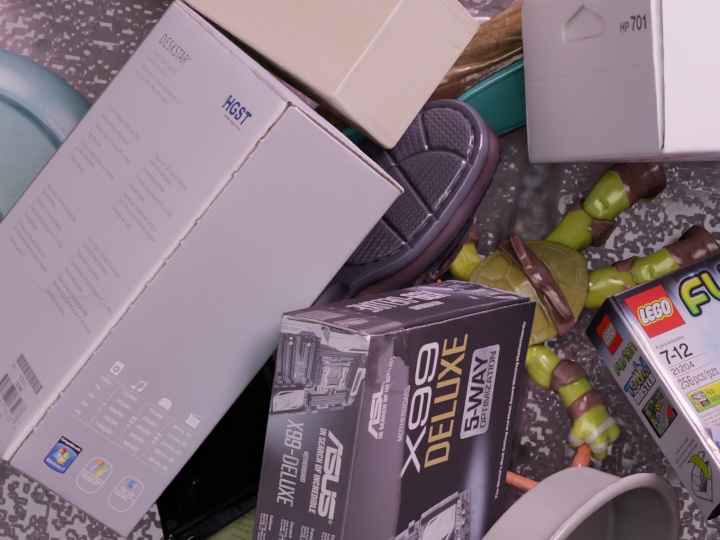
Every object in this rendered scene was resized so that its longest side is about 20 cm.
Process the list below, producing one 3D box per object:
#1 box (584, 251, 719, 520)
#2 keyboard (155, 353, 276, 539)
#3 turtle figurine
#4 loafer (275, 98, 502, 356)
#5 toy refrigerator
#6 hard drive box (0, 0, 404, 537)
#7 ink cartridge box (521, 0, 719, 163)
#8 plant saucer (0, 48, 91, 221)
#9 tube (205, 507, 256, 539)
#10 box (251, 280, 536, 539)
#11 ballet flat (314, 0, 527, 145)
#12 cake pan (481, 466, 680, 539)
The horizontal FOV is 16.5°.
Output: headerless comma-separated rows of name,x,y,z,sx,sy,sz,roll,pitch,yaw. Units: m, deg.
box,0.218,0.033,1.196,0.199,0.035,0.110,-21,67,-28
keyboard,-0.083,0.044,1.204,0.104,0.040,0.201,-30,51,18
turtle figurine,0.087,0.001,1.233,0.161,0.065,0.200,-32,61,-12
loafer,0.000,0.000,1.208,0.200,0.063,0.072,-47,53,15
toy refrigerator,-0.043,-0.142,1.207,0.200,0.070,0.076,35,88,35
hard drive box,-0.096,-0.005,1.136,0.077,0.156,0.200,36,95,-32
ink cartridge box,0.194,-0.096,1.174,0.199,0.146,0.087,-4,93,-21
plant saucer,-0.212,-0.018,1.269,0.198,0.027,0.202,0,88,1
tube,-0.057,0.153,1.152,0.058,0.052,0.201,12,56,24
box,0.011,0.111,1.140,0.049,0.157,0.202,14,101,28
ballet flat,0.027,-0.083,1.248,0.199,0.072,0.068,-30,132,-4
cake pan,0.082,0.178,1.181,0.037,0.200,0.201,28,88,28
